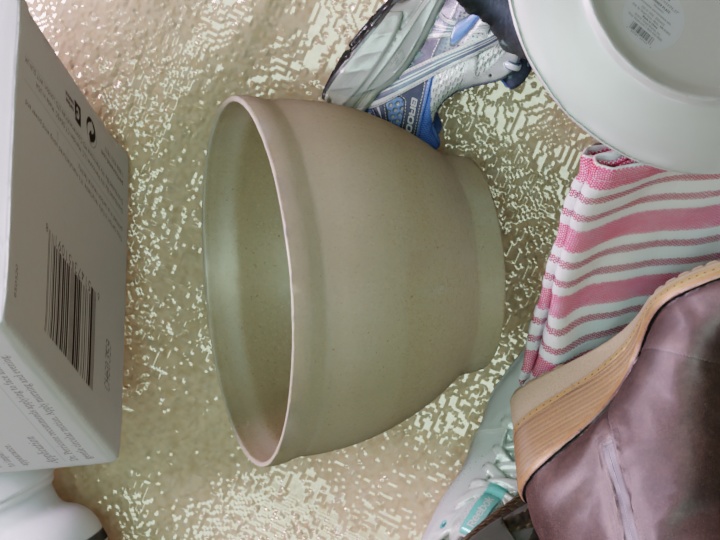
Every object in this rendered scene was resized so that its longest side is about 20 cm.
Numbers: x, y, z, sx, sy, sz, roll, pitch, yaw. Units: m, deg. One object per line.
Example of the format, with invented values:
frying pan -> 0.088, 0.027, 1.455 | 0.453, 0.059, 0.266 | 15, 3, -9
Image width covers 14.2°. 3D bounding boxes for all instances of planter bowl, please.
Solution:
planter bowl -> 0.000, 0.000, 1.574 | 0.134, 0.200, 0.201 | -5, 97, -16

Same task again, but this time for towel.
towel -> 0.168, -0.002, 1.524 | 0.146, 0.030, 0.200 | -7, 142, -15

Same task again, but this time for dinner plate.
dinner plate -> 0.170, -0.148, 1.440 | 0.199, 0.024, 0.201 | 2, 83, -13

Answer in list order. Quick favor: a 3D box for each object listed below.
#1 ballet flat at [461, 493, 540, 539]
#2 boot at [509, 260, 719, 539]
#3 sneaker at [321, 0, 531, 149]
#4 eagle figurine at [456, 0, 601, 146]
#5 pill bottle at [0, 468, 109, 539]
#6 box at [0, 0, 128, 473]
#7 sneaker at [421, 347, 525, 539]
ballet flat -> 0.119, 0.136, 1.583 | 0.067, 0.200, 0.046 | 51, 147, 11
boot -> 0.176, 0.098, 1.494 | 0.200, 0.072, 0.167 | -33, 58, 23
sneaker -> 0.070, -0.149, 1.595 | 0.085, 0.077, 0.200 | 39, 108, -8
eagle figurine -> 0.129, -0.162, 1.515 | 0.151, 0.152, 0.200 | -31, 99, 28
pill bottle -> -0.184, 0.205, 1.659 | 0.116, 0.116, 0.201 | -25, 92, 13
box -> -0.216, -0.014, 1.559 | 0.130, 0.199, 0.201 | -6, 64, 11
sneaker -> 0.079, 0.127, 1.611 | 0.075, 0.088, 0.201 | 29, 101, 15
